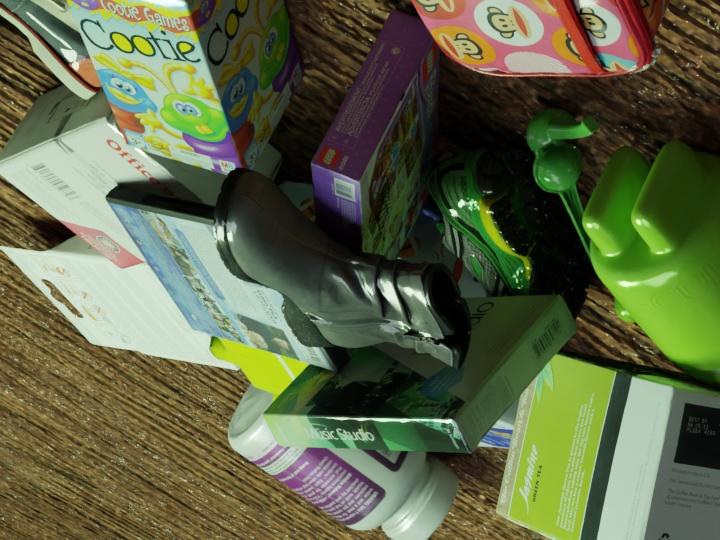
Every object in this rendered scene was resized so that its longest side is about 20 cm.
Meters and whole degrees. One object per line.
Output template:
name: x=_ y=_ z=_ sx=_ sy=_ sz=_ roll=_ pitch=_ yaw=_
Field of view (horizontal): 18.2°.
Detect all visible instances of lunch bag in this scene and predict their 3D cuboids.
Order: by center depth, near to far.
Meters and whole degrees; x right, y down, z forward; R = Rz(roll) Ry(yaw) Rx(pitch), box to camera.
lunch bag: x=0.104 y=-0.199 z=1.324 sx=0.176 sy=0.082 sz=0.200 roll=5 pitch=147 yaw=32
lunch bag: x=0.000 y=0.000 z=1.779 sx=0.199 sy=0.076 sz=0.160 roll=10 pitch=152 yaw=33

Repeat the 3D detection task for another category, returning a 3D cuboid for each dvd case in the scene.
dvd case: x=-0.102 y=0.004 z=1.688 sx=0.200 sy=0.018 sz=0.143 roll=13 pitch=141 yaw=52

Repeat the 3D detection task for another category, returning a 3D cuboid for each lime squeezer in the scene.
lime squeezer: x=0.146 y=-0.072 z=1.539 sx=0.071 sy=0.038 sz=0.200 roll=35 pitch=161 yaw=23

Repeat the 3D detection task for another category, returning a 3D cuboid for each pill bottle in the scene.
pill bottle: x=-0.012 y=0.166 z=2.042 sx=0.200 sy=0.113 sz=0.112 roll=36 pitch=153 yaw=-14

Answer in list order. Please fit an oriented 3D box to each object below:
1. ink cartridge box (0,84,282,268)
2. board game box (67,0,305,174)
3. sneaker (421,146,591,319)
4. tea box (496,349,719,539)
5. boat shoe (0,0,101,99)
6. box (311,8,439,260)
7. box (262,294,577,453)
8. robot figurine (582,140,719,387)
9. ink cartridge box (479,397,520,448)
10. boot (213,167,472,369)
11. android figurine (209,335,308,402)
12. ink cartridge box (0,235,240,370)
ink cartridge box: x=-0.177 y=-0.086 z=1.783 sx=0.146 sy=0.083 sz=0.200 roll=40 pitch=152 yaw=-23
board game box: x=-0.120 y=-0.171 z=1.552 sx=0.103 sy=0.105 sz=0.200 roll=17 pitch=152 yaw=20
sneaker: x=0.109 y=-0.019 z=1.655 sx=0.085 sy=0.078 sz=0.200 roll=14 pitch=142 yaw=40
tea box: x=0.238 y=0.144 z=1.613 sx=0.199 sy=0.134 sz=0.197 roll=11 pitch=-178 yaw=-25
boat shoe: x=-0.241 y=-0.212 z=1.648 sx=0.062 sy=0.071 sz=0.200 roll=-36 pitch=119 yaw=14
box: x=0.012 y=-0.069 z=1.571 sx=0.039 sy=0.137 sz=0.200 roll=21 pitch=152 yaw=13
box: x=0.041 y=0.074 z=1.624 sx=0.200 sy=0.144 sz=0.036 roll=-5 pitch=122 yaw=47
robot figurine: x=0.233 y=0.001 z=1.507 sx=0.175 sy=0.116 sz=0.200 roll=-6 pitch=138 yaw=46
ink cartridge box: x=0.079 y=0.107 z=1.859 sx=0.197 sy=0.047 sz=0.200 roll=22 pitch=171 yaw=-31
boot: x=-0.005 y=-0.004 z=1.491 sx=0.131 sy=0.070 sz=0.200 roll=7 pitch=158 yaw=30
android figurine: x=-0.072 y=0.058 z=1.811 sx=0.200 sy=0.041 sz=0.182 roll=19 pitch=149 yaw=50
ink cartridge box: x=-0.211 y=0.018 z=2.049 sx=0.199 sy=0.050 sz=0.161 roll=9 pitch=148 yaw=41
